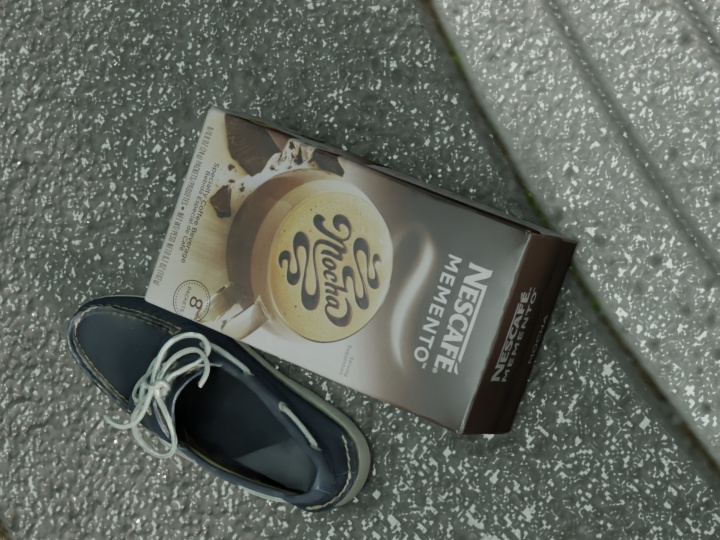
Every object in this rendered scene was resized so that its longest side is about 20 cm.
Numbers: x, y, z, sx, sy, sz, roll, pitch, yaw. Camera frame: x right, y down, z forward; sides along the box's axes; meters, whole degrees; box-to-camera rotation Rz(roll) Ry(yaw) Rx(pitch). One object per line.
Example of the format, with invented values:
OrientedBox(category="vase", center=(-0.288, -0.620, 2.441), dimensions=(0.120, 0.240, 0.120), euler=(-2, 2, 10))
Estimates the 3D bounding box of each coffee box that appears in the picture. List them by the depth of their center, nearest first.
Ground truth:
OrientedBox(category="coffee box", center=(0.000, 0.000, 1.318), dimensions=(0.199, 0.080, 0.114), euler=(21, 95, 22))

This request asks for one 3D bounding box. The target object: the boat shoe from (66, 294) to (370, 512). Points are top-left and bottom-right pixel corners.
OrientedBox(category="boat shoe", center=(-0.088, 0.072, 1.362), dimensions=(0.199, 0.062, 0.075), euler=(34, 102, 21))
